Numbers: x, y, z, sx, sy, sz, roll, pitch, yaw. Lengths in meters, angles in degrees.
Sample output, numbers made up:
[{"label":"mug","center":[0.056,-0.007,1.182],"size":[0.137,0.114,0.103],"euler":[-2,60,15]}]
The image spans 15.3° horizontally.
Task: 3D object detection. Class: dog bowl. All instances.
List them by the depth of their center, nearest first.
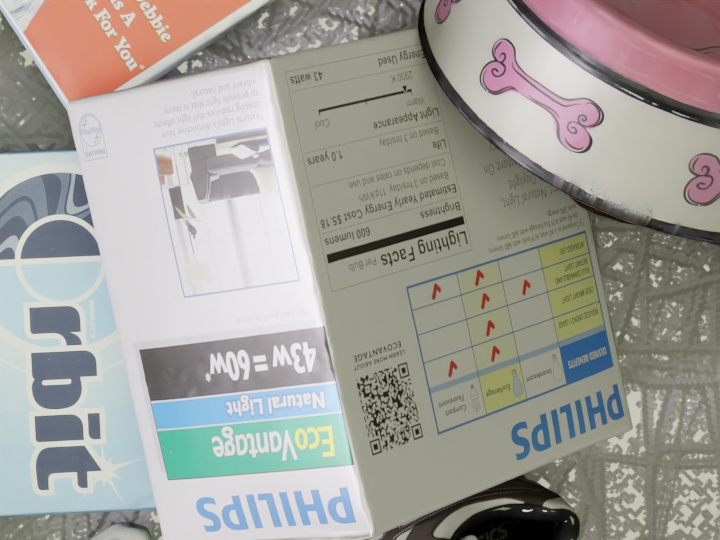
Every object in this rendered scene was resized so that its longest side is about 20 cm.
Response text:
[{"label":"dog bowl","center":[0.129,-0.102,1.126],"size":[0.200,0.200,0.074],"euler":[20,125,-6]}]

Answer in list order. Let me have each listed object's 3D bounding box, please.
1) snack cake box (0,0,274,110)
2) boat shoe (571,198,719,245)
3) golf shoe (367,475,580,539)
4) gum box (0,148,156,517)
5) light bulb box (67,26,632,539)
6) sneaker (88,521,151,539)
[{"label":"snack cake box","center":[-0.136,-0.179,1.226],"size":[0.115,0.067,0.200],"euler":[-33,96,-4]},{"label":"boat shoe","center":[0.156,-0.055,1.212],"size":[0.072,0.200,0.072],"euler":[2,84,39]},{"label":"golf shoe","center":[0.014,0.153,1.221],"size":[0.200,0.094,0.078],"euler":[-36,99,-20]},{"label":"gum box","center":[-0.137,0.028,1.250],"size":[0.200,0.045,0.170],"euler":[-2,93,-5]},{"label":"light bulb box","center":[0.000,0.000,1.173],"size":[0.125,0.198,0.200],"euler":[-8,96,41]},{"label":"sneaker","center":[-0.069,0.202,1.257],"size":[0.200,0.075,0.081],"euler":[45,81,-6]}]
